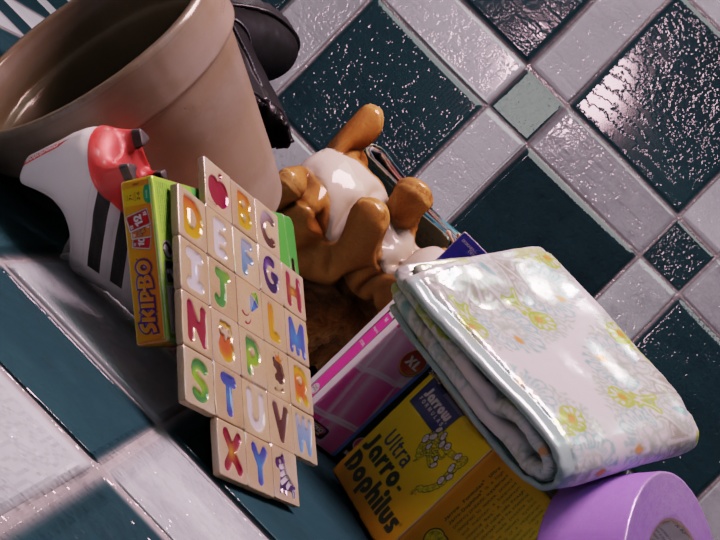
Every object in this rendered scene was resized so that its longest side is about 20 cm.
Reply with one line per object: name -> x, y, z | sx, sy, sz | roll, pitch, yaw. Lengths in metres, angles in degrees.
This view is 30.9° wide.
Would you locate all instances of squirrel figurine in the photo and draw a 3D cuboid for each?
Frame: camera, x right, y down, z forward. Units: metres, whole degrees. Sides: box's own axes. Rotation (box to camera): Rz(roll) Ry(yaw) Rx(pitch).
squirrel figurine -> 0.000, 0.000, 1.097 | 0.187, 0.200, 0.142 | 43, 40, 4

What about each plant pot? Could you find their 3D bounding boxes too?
plant pot -> -0.146, -0.095, 0.917 | 0.174, 0.200, 0.200 | 55, -3, -32

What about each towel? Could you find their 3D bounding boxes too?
towel -> 0.035, -0.002, 1.204 | 0.147, 0.022, 0.200 | 49, -32, 34
towel -> 0.132, 0.063, 0.934 | 0.171, 0.048, 0.200 | -8, 49, -41

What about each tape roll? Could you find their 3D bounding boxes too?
tape roll -> 0.187, 0.239, 0.882 | 0.200, 0.066, 0.200 | 23, 62, -54

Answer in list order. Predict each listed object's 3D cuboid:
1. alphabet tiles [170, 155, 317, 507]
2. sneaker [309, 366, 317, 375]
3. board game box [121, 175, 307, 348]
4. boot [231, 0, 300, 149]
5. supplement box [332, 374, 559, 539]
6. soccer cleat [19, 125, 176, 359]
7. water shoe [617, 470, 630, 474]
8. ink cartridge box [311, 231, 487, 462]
alphabet tiles -> -0.068, 0.037, 0.791 | 0.166, 0.006, 0.200 | 40, 39, -58
sneaker -> -0.051, 0.048, 1.275 | 0.200, 0.071, 0.098 | 44, 1, -42
board game box -> -0.086, 0.002, 0.824 | 0.200, 0.030, 0.096 | 11, 70, -66
boot -> -0.099, -0.166, 1.100 | 0.198, 0.073, 0.163 | 21, 34, -52
supplement box -> 0.094, 0.191, 0.973 | 0.200, 0.110, 0.109 | 44, 3, -32
soccer cleat -> -0.143, -0.005, 0.835 | 0.069, 0.085, 0.200 | -77, 150, -48
water shoe -> 0.157, 0.139, 1.058 | 0.079, 0.071, 0.200 | 62, -4, -21
ink cartridge box -> 0.043, 0.071, 1.023 | 0.095, 0.200, 0.037 | 42, 5, -31
